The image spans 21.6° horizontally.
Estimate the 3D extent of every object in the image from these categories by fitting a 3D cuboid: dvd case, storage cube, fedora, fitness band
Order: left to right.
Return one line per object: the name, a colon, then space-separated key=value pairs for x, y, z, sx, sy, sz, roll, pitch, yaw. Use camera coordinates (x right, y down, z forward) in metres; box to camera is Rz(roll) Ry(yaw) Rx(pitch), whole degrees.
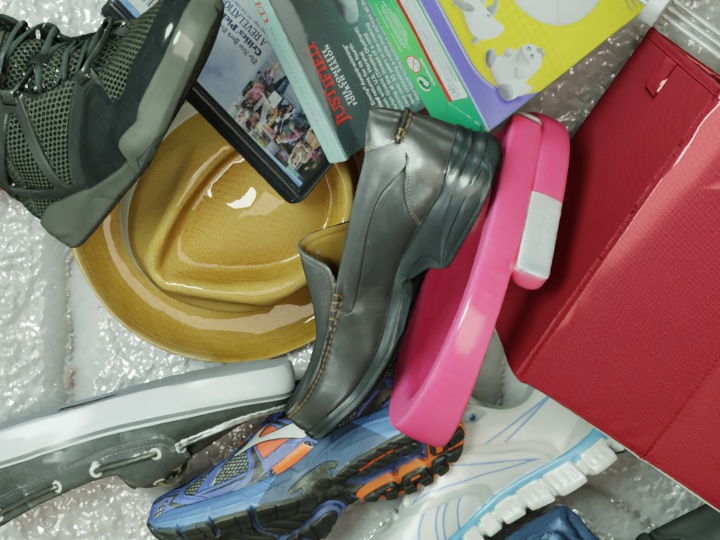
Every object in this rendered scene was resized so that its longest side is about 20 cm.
fedora: x=-0.063 y=-0.034 z=1.036 sx=0.198 sy=0.082 sz=0.203 roll=-1 pitch=102 yaw=-6
dvd case: x=-0.025 y=-0.154 z=1.002 sx=0.143 sy=0.018 sz=0.200 roll=45 pitch=65 yaw=-14
dvd case: x=0.029 y=-0.168 z=1.002 sx=0.199 sy=0.022 sz=0.147 roll=-35 pitch=106 yaw=-29
fitness band: x=0.060 y=0.000 z=1.003 sx=0.037 sy=0.201 sz=0.144 roll=24 pitch=136 yaw=-8
storage cube: x=0.186 y=0.001 z=1.018 sx=0.170 sy=0.200 sz=0.180 roll=32 pitch=103 yaw=-13

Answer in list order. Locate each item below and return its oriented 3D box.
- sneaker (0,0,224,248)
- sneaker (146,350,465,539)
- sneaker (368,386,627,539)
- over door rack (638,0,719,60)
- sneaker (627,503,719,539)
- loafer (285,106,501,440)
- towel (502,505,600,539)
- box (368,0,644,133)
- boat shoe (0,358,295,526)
sneaker: x=-0.145 y=-0.093 z=0.930 sx=0.114 sy=0.199 sz=0.077 roll=34 pitch=56 yaw=-13
sneaker: x=-0.034 y=0.108 z=1.084 sx=0.199 sy=0.079 sz=0.075 roll=-25 pitch=142 yaw=13
sneaker: x=0.053 y=0.119 z=1.099 sx=0.199 sy=0.075 sz=0.087 roll=-34 pitch=93 yaw=-3
over door rack: x=0.195 y=-0.195 z=0.967 sx=0.147 sy=0.067 sz=0.200 roll=37 pitch=55 yaw=4
sneaker: x=0.206 y=0.238 z=1.139 sx=0.098 sy=0.071 sz=0.202 roll=-13 pitch=98 yaw=-2
loafer: x=0.000 y=0.000 z=0.989 sx=0.072 sy=0.073 sz=0.201 roll=25 pitch=116 yaw=-6
towel: x=0.075 y=0.230 z=1.100 sx=0.112 sy=0.049 sz=0.200 roll=43 pitch=114 yaw=-14
box: x=0.097 y=-0.170 z=1.006 sx=0.200 sy=0.048 sz=0.118 roll=-40 pitch=108 yaw=-29
boat shoe: x=-0.127 y=0.096 z=1.062 sx=0.198 sy=0.069 sz=0.057 roll=-15 pitch=93 yaw=9
